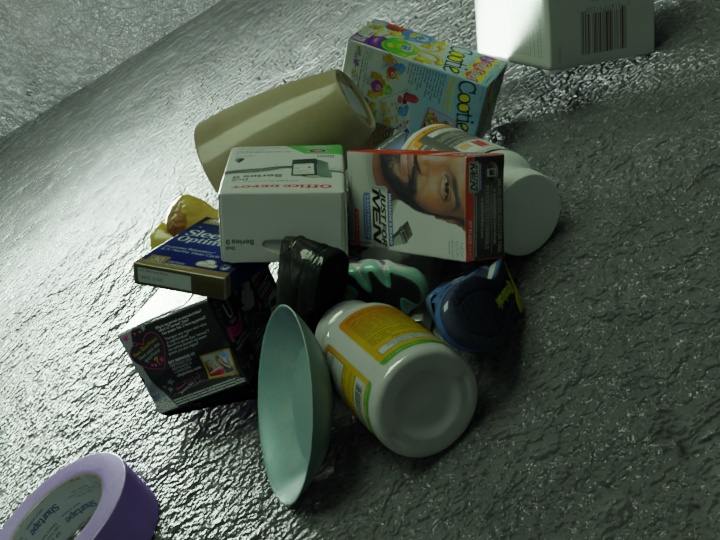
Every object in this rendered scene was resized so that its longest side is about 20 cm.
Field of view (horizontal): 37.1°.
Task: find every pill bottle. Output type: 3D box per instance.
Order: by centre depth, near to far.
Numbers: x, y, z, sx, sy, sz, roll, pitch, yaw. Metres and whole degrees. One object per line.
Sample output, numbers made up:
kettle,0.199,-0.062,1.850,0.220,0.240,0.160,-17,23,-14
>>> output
pill bottle,0.025,0.097,1.080,0.111,0.111,0.200,-39,27,-8
pill bottle,0.133,-0.094,1.249,0.116,0.117,0.200,-41,35,-11

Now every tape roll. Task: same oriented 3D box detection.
tape roll,-0.327,0.303,1.216,0.199,0.066,0.201,-28,29,16

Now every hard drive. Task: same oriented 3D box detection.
hard drive,0.036,0.023,1.286,0.131,0.026,0.201,-22,29,26

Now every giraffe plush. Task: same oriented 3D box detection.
giraffe plush,-0.193,0.011,1.473,0.198,0.174,0.163,-1,40,-5

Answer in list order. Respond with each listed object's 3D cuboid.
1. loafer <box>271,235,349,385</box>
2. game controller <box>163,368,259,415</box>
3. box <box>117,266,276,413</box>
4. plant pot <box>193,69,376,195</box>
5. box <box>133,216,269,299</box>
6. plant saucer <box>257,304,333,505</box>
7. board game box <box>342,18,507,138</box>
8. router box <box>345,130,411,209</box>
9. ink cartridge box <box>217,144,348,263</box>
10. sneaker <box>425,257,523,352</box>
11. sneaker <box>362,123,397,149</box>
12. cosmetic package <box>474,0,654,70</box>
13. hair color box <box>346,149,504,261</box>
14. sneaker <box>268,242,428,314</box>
loafer,-0.066,0.054,1.190,0.072,0.202,0.073,29,28,30
game controller,-0.168,0.132,1.346,0.199,0.042,0.104,-15,19,35
box,-0.185,0.063,1.304,0.131,0.115,0.200,-20,15,18
plant pot,-0.085,-0.171,1.423,0.199,0.188,0.188,-31,26,18
box,-0.165,-0.024,1.277,0.120,0.033,0.200,9,23,20
plant saucer,-0.063,0.136,1.098,0.038,0.203,0.201,1,17,-21
board game box,0.083,-0.252,1.457,0.198,0.106,0.103,22,34,13
router box,0.022,-0.101,1.461,0.199,0.062,0.150,-36,25,0
ink cartridge box,-0.087,-0.082,1.264,0.144,0.085,0.200,-2,21,-2
sneaker,0.104,0.043,1.068,0.082,0.075,0.200,-21,0,22
sneaker,0.029,-0.218,1.664,0.200,0.073,0.085,-49,-5,-9
cosmetic package,0.267,-0.371,1.438,0.166,0.168,0.200,-14,21,-19
hair color box,0.068,-0.076,1.184,0.064,0.112,0.199,-8,11,-39
sneaker,0.000,0.000,1.253,0.198,0.078,0.140,-6,27,27
